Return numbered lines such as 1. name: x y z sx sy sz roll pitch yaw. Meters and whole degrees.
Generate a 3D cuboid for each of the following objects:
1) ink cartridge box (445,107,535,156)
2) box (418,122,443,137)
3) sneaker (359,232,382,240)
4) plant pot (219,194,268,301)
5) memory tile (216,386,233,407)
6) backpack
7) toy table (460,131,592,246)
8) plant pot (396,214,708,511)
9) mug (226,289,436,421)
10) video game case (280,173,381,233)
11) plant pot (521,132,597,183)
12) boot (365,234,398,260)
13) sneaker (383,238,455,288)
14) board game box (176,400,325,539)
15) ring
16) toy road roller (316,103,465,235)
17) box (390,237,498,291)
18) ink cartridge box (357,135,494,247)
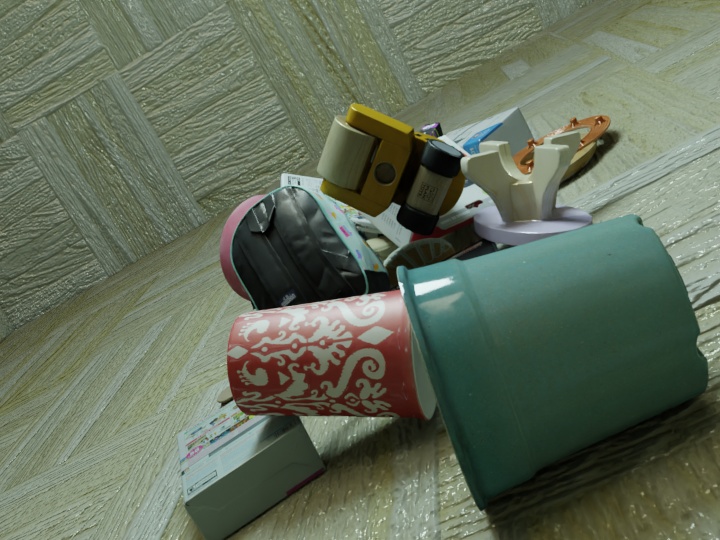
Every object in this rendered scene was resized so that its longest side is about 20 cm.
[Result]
1. ink cartridge box: 0.219 -0.230 1.667 0.199 0.087 0.146 -10 25 51
2. box: 0.127 -0.170 1.533 0.036 0.145 0.200 -8 23 24
3. sneaker: 0.085 -0.105 1.558 0.199 0.081 0.115 -45 23 -23
4. plant pot: -0.123 -0.027 1.506 0.178 0.202 0.199 13 42 46
5. memory tile: -0.112 0.145 1.224 0.199 0.017 0.153 -13 23 48
6. backpack: -0.070 -0.007 1.132 0.175 0.201 0.153 -40 -10 20
7. toy table: 0.221 -0.109 1.119 0.182 0.119 0.199 -20 18 -33
8. plant pot: 0.151 0.058 0.671 0.194 0.203 0.201 -21 15 6
9. mug: -0.023 0.107 0.893 0.197 0.179 0.135 -5 44 14
10. video game case: -0.052 -0.121 1.505 0.179 0.022 0.201 7 23 -9
11. plant pot: 0.304 -0.167 1.404 0.198 0.028 0.200 -28 15 8
12. boot: 0.000 0.000 1.369 0.154 0.073 0.200 -24 -13 -31
13. sneaker: 0.044 0.010 1.244 0.198 0.076 0.088 -29 10 -3
14. board game box: -0.131 0.206 0.967 0.146 0.065 0.200 -32 16 -7
15. ring: 0.326 -0.214 1.429 0.198 0.019 0.201 -28 15 8
16. toy road roller: 0.050 -0.146 1.179 0.146 0.198 0.124 -62 -5 -68
17. box: 0.100 0.043 1.081 0.198 0.050 0.199 -28 16 10
18. ink cartridge box: 0.118 -0.111 1.324 0.199 0.175 0.085 -23 -36 -38
